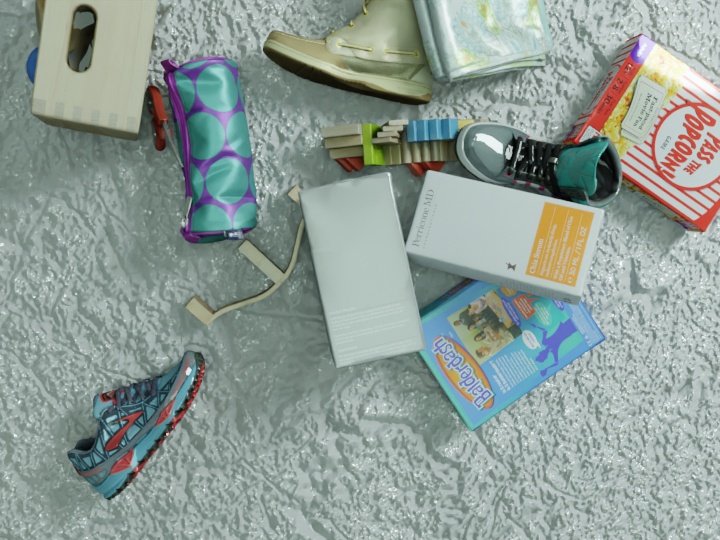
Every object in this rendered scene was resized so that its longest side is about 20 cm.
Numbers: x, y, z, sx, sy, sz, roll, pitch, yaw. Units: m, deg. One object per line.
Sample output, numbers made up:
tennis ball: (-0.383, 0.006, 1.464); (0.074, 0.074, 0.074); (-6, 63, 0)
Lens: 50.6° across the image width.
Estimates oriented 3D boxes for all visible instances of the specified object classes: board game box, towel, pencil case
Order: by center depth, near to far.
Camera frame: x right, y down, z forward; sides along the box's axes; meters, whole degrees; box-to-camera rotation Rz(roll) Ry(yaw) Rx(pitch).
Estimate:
towel: (0.132, -0.316, 0.850); (0.171, 0.048, 0.201); (-19, 97, -34)
pencil case: (-0.169, -0.132, 0.852); (0.092, 0.085, 0.201); (-10, 95, -44)
board game box: (0.369, -0.163, 0.920); (0.200, 0.046, 0.152); (32, 91, -7)
board game box: (0.171, 0.074, 0.921); (0.200, 0.045, 0.152); (-33, 96, -2)

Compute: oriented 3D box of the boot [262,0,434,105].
boot: (0.000, -0.285, 0.863); (0.199, 0.073, 0.156); (13, 94, -8)

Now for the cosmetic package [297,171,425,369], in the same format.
cosmetic package: (0.000, 0.000, 0.847); (0.106, 0.090, 0.201); (-10, 88, -3)

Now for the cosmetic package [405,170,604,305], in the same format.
cosmetic package: (0.161, -0.037, 0.860); (0.199, 0.071, 0.102); (14, 83, 16)

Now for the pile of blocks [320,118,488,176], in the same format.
pile of blocks: (0.056, -0.139, 0.875); (0.199, 0.082, 0.062); (-5, 95, -5)

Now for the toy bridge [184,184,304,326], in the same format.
toy bridge: (-0.115, -0.011, 0.897); (0.067, 0.027, 0.200); (43, 90, -8)

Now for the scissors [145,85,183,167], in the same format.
scissors: (-0.207, -0.154, 0.798); (0.014, 0.200, 0.073); (-7, 107, -18)

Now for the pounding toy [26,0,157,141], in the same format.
pounding toy: (-0.292, -0.250, 0.798); (0.142, 0.184, 0.201); (8, 94, -18)

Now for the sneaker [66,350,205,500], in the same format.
sneaker: (-0.261, 0.164, 0.873); (0.095, 0.079, 0.200); (38, 90, -5)

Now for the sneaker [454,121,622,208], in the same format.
sneaker: (0.213, -0.118, 0.848); (0.199, 0.121, 0.084); (15, 86, -23)
